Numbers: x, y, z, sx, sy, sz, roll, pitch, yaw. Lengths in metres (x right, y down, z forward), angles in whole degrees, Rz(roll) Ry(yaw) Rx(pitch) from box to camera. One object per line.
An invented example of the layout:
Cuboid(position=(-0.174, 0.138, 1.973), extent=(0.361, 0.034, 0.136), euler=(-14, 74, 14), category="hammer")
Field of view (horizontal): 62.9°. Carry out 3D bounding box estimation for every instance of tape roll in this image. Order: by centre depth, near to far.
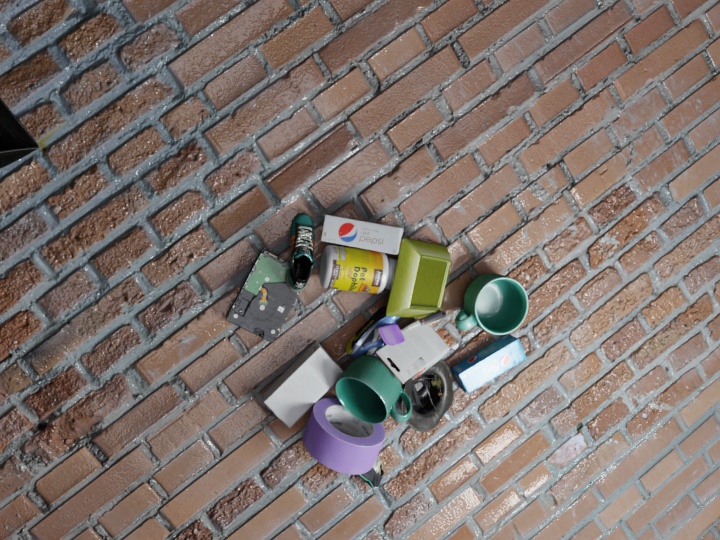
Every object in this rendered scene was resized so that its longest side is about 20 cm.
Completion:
Cuboid(position=(-0.041, 0.416, 1.494), extent=(0.197, 0.200, 0.086), euler=(18, 107, -14), category="tape roll")

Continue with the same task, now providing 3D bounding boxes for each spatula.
Cuboid(position=(0.140, 0.142, 1.520), extent=(0.198, 0.021, 0.057), euler=(-20, 67, -20), category="spatula")

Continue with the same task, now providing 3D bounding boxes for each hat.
Cuboid(position=(0.161, 0.327, 1.590), extent=(0.198, 0.080, 0.204), euler=(-1, 92, -38), category="hat")

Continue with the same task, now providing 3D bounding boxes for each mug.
Cuboid(position=(0.038, 0.303, 1.495), extent=(0.186, 0.152, 0.115), euler=(49, 47, -8), category="mug")
Cuboid(position=(0.341, 0.085, 1.580), extent=(0.182, 0.114, 0.155), euler=(5, 97, -13), category="mug")

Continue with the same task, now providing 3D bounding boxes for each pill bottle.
Cuboid(position=(0.000, 0.000, 1.502), extent=(0.197, 0.109, 0.111), euler=(6, 96, -13), category="pill bottle")

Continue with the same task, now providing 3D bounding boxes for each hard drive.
Cuboid(position=(-0.236, 0.064, 1.495), extent=(0.138, 0.038, 0.202), euler=(27, 91, -15), category="hard drive")

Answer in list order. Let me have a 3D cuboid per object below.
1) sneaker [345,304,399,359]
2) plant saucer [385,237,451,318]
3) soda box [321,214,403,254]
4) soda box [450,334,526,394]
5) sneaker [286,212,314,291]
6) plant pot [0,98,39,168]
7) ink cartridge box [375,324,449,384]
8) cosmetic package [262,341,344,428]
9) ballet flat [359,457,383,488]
Cuboid(position=(0.052, 0.165, 1.557), extent=(0.200, 0.074, 0.082), euler=(-45, 103, 5), category="sneaker")
Cuboid(position=(0.164, 0.029, 1.523), extent=(0.199, 0.047, 0.203), euler=(7, 97, -48), category="plant saucer")
Cuboid(position=(0.005, -0.091, 1.482), extent=(0.197, 0.064, 0.069), euler=(11, 94, 8), category="soda box")
Cuboid(position=(0.357, 0.259, 1.640), extent=(0.198, 0.064, 0.068), euler=(-29, 103, -7), category="soda box")
Cuboid(position=(-0.140, -0.052, 1.457), extent=(0.070, 0.080, 0.203), euler=(8, 75, -20), category="sneaker")
Cuboid(position=(-0.854, -0.286, 1.241), extent=(0.176, 0.200, 0.201), euler=(-34, 104, 7), category="plant pot")
Cuboid(position=(0.130, 0.216, 1.520), extent=(0.199, 0.051, 0.109), euler=(-28, 68, -40), category="ink cartridge box")
Cuboid(position=(-0.148, 0.293, 1.526), extent=(0.200, 0.071, 0.102), euler=(-44, 104, -4), category="cosmetic package")
Cuboid(position=(0.025, 0.520, 1.555), extent=(0.072, 0.201, 0.074), euler=(-6, 59, 11), category="ballet flat")
